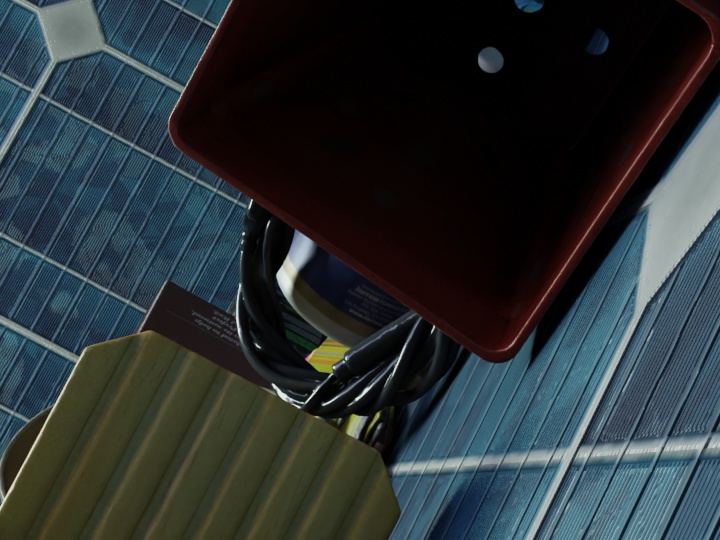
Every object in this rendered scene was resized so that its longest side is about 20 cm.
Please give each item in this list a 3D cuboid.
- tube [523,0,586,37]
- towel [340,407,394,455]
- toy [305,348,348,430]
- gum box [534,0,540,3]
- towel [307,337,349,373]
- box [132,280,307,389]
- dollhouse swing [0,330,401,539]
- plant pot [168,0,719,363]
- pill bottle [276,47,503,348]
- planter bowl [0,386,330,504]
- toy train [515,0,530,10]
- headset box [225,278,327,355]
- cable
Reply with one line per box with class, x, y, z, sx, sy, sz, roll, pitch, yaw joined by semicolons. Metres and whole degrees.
tube;0.136;-0.174;1.226;0.200;0.050;0.077;-57;20;-4
towel;-0.028;0.149;1.205;0.200;0.023;0.144;-60;7;18
toy;-0.030;0.093;1.367;0.115;0.047;0.200;-58;7;15
gum box;0.132;-0.286;1.144;0.200;0.045;0.170;-50;-31;1
towel;-0.035;0.088;1.280;0.200;0.018;0.086;-50;15;-14
box;-0.148;0.154;1.533;0.200;0.166;0.164;-59;5;25
dollhouse swing;-0.083;0.144;0.813;0.176;0.200;0.182;-60;6;6
plant pot;0.061;-0.113;0.912;0.200;0.200;0.176;-58;-7;30
pill bottle;0.039;-0.054;1.133;0.200;0.111;0.111;-59;6;25
planter bowl;-0.106;0.169;1.092;0.200;0.200;0.135;-72;-15;-61
toy train;0.064;-0.146;1.346;0.200;0.114;0.087;-61;5;3
headset box;-0.100;0.092;1.785;0.174;0.093;0.200;-57;7;35
cable;0.000;0.000;1.077;0.051;0.163;0.200;-13;-54;-60
